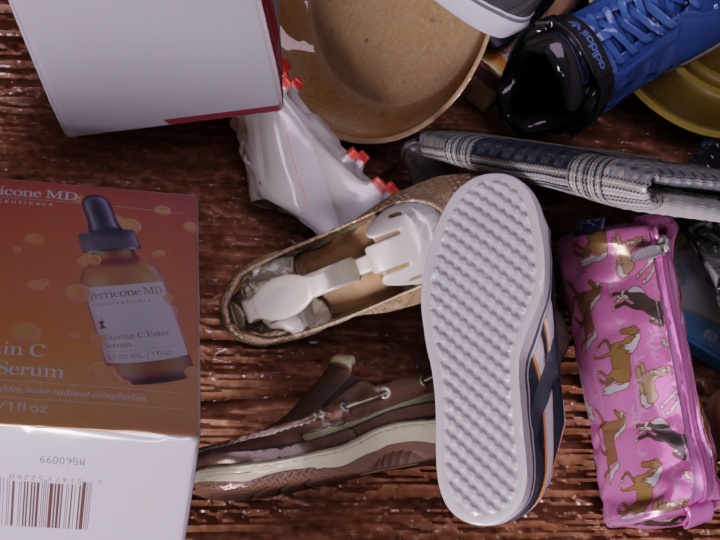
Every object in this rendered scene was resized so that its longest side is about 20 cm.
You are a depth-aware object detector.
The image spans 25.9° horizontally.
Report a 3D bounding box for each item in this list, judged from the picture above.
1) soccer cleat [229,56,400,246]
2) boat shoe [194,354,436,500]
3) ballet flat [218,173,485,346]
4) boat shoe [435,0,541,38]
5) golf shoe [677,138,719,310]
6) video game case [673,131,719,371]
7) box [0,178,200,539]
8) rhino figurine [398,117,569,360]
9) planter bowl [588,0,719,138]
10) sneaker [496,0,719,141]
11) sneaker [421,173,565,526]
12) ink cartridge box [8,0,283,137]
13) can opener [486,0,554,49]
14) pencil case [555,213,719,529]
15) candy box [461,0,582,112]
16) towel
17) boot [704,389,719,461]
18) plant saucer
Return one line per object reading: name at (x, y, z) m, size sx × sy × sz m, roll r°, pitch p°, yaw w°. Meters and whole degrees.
soccer cleat at (-0.058, -0.086, 1.025) m, size 0.078 × 0.069 × 0.200 m, roll -44°, pitch 72°, yaw 11°
boat shoe at (-0.012, 0.091, 0.963) m, size 0.201 × 0.075 × 0.076 m, roll -7°, pitch 78°, yaw -27°
ballet flat at (0.000, 0.000, 0.956) m, size 0.199 × 0.065 × 0.071 m, roll -26°, pitch 91°, yaw 15°
boat shoe at (0.027, -0.211, 0.912) m, size 0.199 × 0.057 × 0.069 m, roll 30°, pitch 43°, yaw -13°
golf shoe at (0.266, -0.005, 1.047) m, size 0.077 × 0.095 × 0.201 m, roll -21°, pitch 46°, yaw 22°
video game case at (0.283, -0.019, 1.097) m, size 0.142 × 0.018 × 0.201 m, roll 30°, pitch 67°, yaw 0°
box at (-0.169, 0.052, 0.883) m, size 0.151 × 0.107 × 0.201 m, roll 4°, pitch 41°, yaw -10°
rhino figurine at (0.073, -0.013, 1.020) m, size 0.060 × 0.087 × 0.201 m, roll -33°, pitch 74°, yaw 21°
planter bowl at (0.264, -0.199, 1.086) m, size 0.199 × 0.083 × 0.202 m, roll 5°, pitch 76°, yaw -20°
sneaker at (0.170, -0.151, 1.008) m, size 0.111 × 0.199 × 0.077 m, roll -28°, pitch 85°, yaw -51°
sneaker at (0.080, 0.047, 0.924) m, size 0.078 × 0.079 × 0.202 m, roll 2°, pitch 84°, yaw 21°
ink cartridge box at (-0.129, -0.211, 0.972) m, size 0.144 × 0.145 × 0.201 m, roll -7°, pitch 54°, yaw 4°
can opener at (0.121, -0.241, 1.068) m, size 0.063 × 0.079 × 0.200 m, roll 19°, pitch 61°, yaw 42°
pencil case at (0.179, 0.066, 0.997) m, size 0.082 × 0.087 × 0.202 m, roll -10°, pitch 77°, yaw 10°
candy box at (0.108, -0.223, 1.117) m, size 0.115 × 0.055 × 0.200 m, roll 40°, pitch 67°, yaw 4°
towel at (0.164, -0.055, 0.973) m, size 0.199 × 0.192 × 0.035 m, roll 1°, pitch 99°, yaw -42°
boot at (0.287, 0.151, 0.941) m, size 0.072 × 0.166 × 0.201 m, roll -27°, pitch 91°, yaw -18°
plant saucer at (0.017, -0.184, 1.033) m, size 0.035 × 0.200 × 0.202 m, roll -3°, pitch 65°, yaw -52°
